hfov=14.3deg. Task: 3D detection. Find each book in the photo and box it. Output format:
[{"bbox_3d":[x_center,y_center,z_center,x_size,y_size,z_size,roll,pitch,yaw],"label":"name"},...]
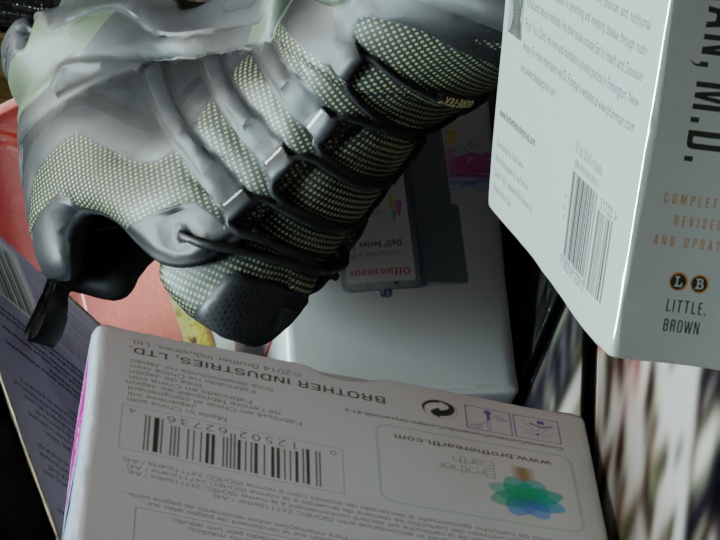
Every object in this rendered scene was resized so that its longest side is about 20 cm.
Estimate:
[{"bbox_3d":[0.063,-0.094,0.565,0.134,0.048,0.200,-114,31,-75],"label":"book"}]

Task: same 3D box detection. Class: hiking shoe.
[{"bbox_3d":[-0.011,-0.031,0.746,0.200,0.076,0.101,-11,77,41],"label":"hiking shoe"}]

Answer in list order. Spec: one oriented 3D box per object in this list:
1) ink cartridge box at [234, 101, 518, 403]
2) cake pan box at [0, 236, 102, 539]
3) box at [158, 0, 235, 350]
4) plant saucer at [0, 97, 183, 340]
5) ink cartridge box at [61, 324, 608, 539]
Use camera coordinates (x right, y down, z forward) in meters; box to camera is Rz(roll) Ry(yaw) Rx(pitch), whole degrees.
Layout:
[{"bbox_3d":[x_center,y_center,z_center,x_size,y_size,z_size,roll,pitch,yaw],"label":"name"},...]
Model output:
[{"bbox_3d":[0.000,0.000,0.842,0.117,0.067,0.200,111,157,-67],"label":"ink cartridge box"},{"bbox_3d":[-0.075,0.088,0.822,0.184,0.052,0.200,63,-173,32],"label":"cake pan box"},{"bbox_3d":[-0.036,0.005,0.934,0.041,0.039,0.200,-20,86,39],"label":"box"},{"bbox_3d":[-0.058,0.017,1.035,0.200,0.037,0.200,-19,82,51],"label":"plant saucer"},{"bbox_3d":[-0.005,0.079,0.590,0.200,0.119,0.042,-96,18,-67],"label":"ink cartridge box"}]
